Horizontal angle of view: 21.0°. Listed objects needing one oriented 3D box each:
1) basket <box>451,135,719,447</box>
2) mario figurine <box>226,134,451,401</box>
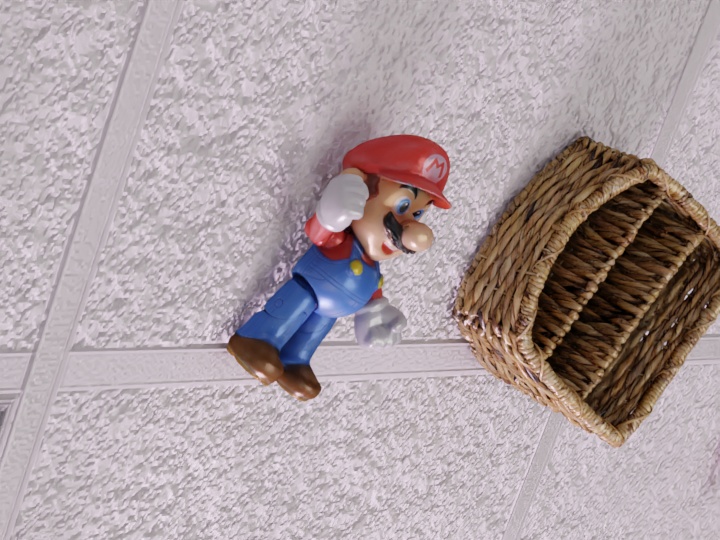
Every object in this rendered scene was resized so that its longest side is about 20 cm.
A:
[{"bbox_3d":[0.190,0.008,1.550,0.200,0.149,0.143,-50,145,-14],"label":"basket"},{"bbox_3d":[0.000,0.000,1.323,0.201,0.106,0.123,-56,-179,5],"label":"mario figurine"}]
